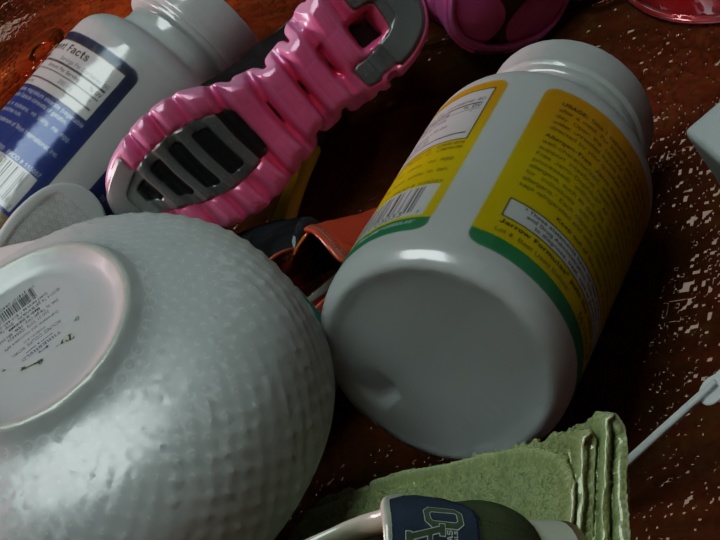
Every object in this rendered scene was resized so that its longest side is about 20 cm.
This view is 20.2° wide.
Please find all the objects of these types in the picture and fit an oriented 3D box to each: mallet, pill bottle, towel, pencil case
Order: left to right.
[{"bbox_3d":[-0.148,-0.075,1.167,0.200,0.111,0.111,-50,38,-11],"label":"pill bottle"},{"bbox_3d":[-0.023,-0.063,1.111,0.065,0.041,0.201,-9,45,37],"label":"mallet"},{"bbox_3d":[0.033,0.143,0.773,0.199,0.036,0.150,-24,52,47],"label":"towel"},{"bbox_3d":[0.051,-0.199,1.135,0.200,0.090,0.094,52,128,50],"label":"pencil case"},{"bbox_3d":[0.067,-0.018,0.903,0.112,0.113,0.200,-13,29,32],"label":"pill bottle"}]

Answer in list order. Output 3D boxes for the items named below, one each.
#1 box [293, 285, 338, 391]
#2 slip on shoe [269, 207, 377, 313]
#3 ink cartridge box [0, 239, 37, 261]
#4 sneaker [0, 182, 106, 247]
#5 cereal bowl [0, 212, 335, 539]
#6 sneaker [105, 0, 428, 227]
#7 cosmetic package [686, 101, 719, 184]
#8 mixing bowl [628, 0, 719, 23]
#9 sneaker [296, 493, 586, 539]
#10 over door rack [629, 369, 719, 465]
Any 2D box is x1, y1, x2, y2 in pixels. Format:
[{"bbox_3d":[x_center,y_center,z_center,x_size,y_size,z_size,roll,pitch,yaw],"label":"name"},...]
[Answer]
[{"bbox_3d":[-0.081,0.101,0.857,0.082,0.049,0.201,-6,48,40],"label":"box"},{"bbox_3d":[0.000,0.000,0.992,0.199,0.061,0.074,-35,38,-15],"label":"slip on shoe"},{"bbox_3d":[-0.145,0.105,0.963,0.083,0.146,0.201,-9,48,36],"label":"ink cartridge box"},{"bbox_3d":[-0.189,0.053,1.078,0.099,0.070,0.202,-37,37,58],"label":"sneaker"},{"bbox_3d":[-0.115,0.051,0.818,0.198,0.084,0.201,-16,45,17],"label":"cereal bowl"},{"bbox_3d":[-0.051,-0.088,1.094,0.199,0.079,0.095,-36,10,-4],"label":"sneaker"},{"bbox_3d":[0.230,-0.025,0.823,0.101,0.074,0.200,-39,36,3],"label":"cosmetic package"},{"bbox_3d":[0.191,-0.238,1.032,0.199,0.109,0.201,-23,41,22],"label":"mixing bowl"},{"bbox_3d":[-0.014,0.131,0.731,0.200,0.089,0.068,-37,45,39],"label":"sneaker"},{"bbox_3d":[0.102,0.127,0.792,0.199,0.067,0.148,-35,39,10],"label":"over door rack"}]
